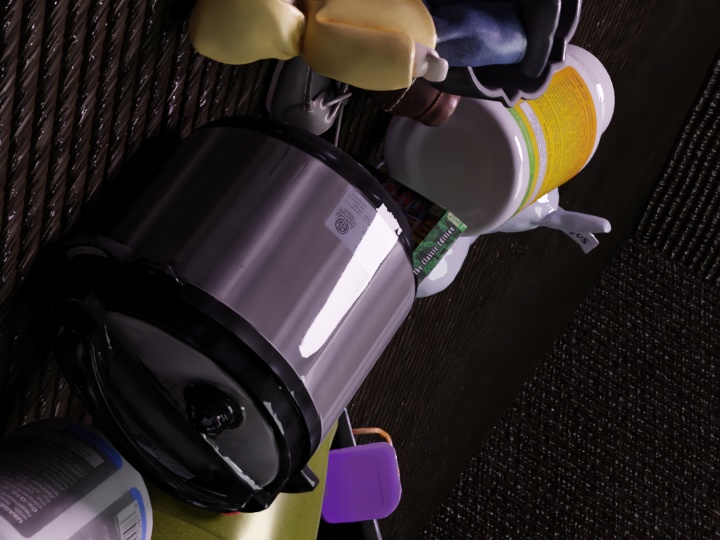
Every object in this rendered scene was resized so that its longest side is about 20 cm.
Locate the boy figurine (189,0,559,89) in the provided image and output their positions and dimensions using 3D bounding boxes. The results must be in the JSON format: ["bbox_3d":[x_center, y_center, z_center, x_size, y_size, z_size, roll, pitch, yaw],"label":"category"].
[{"bbox_3d":[0.002,-0.146,1.229,0.125,0.199,0.065,-110,-152,-46],"label":"boy figurine"}]

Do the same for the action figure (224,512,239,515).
[{"bbox_3d":[-0.086,0.059,1.440,0.065,0.051,0.201,-33,124,-77],"label":"action figure"}]

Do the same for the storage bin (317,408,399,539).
[{"bbox_3d":[-0.039,0.160,1.727,0.145,0.201,0.134,-16,175,9],"label":"storage bin"}]

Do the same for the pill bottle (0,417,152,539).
[{"bbox_3d":[-0.207,0.165,1.248,0.114,0.114,0.200,-63,169,23],"label":"pill bottle"}]

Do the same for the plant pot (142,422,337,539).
[{"bbox_3d":[-0.109,0.159,1.554,0.201,0.200,0.193,103,9,-60],"label":"plant pot"}]

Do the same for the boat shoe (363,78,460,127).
[{"bbox_3d":[0.040,-0.148,1.519,0.070,0.070,0.200,-54,-171,25],"label":"boat shoe"}]

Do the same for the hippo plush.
[{"bbox_3d":[0.067,-0.046,1.799,0.161,0.200,0.159,-39,174,-9],"label":"hippo plush"}]

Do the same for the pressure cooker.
[{"bbox_3d":[-0.081,0.031,1.286,0.200,0.175,0.179,-56,166,-31],"label":"pressure cooker"}]

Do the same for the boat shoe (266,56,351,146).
[{"bbox_3d":[-0.030,-0.095,1.487,0.067,0.057,0.200,-51,167,-35],"label":"boat shoe"}]

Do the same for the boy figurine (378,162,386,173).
[{"bbox_3d":[0.000,0.000,1.639,0.200,0.064,0.124,-53,167,-23],"label":"boy figurine"}]

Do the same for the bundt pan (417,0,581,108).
[{"bbox_3d":[0.063,-0.202,1.391,0.202,0.075,0.203,-4,95,-58],"label":"bundt pan"}]

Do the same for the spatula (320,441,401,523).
[{"bbox_3d":[-0.069,0.170,1.646,0.021,0.199,0.057,59,21,-72],"label":"spatula"}]

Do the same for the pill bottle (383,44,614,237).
[{"bbox_3d":[0.110,-0.104,1.633,0.200,0.111,0.111,-32,152,-55],"label":"pill bottle"}]

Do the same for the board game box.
[{"bbox_3d":[-0.003,-0.018,1.530,0.105,0.023,0.200,-53,-156,-1],"label":"board game box"}]
